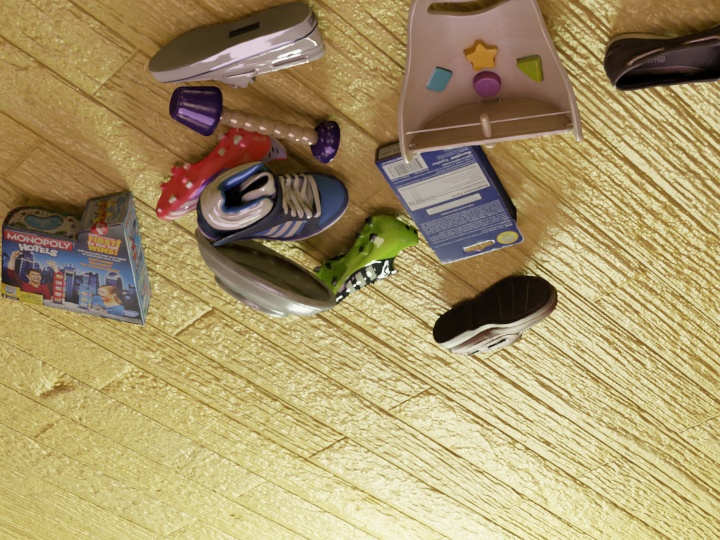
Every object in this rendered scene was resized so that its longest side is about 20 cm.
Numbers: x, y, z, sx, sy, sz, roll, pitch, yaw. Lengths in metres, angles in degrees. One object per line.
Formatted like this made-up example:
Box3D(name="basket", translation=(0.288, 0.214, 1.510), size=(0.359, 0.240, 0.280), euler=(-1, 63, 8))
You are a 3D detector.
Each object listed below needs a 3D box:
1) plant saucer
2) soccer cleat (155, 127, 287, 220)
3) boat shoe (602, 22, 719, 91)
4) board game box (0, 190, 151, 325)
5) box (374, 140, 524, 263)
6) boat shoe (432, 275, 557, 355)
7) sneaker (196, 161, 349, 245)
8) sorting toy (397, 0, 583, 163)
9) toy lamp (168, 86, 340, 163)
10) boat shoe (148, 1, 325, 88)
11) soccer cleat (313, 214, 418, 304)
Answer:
Box3D(name="plant saucer", translation=(-0.126, 0.012, 1.498), size=(0.198, 0.200, 0.051), euler=(24, 101, -21))
Box3D(name="soccer cleat", translation=(-0.175, -0.111, 1.461), size=(0.076, 0.067, 0.199), euler=(29, 131, -33))
Box3D(name="boat shoe", translation=(0.362, -0.224, 1.287), size=(0.197, 0.057, 0.067), euler=(-4, 139, 10))
Box3D(name="board game box", translation=(-0.365, -0.028, 1.572), size=(0.197, 0.062, 0.201), euler=(12, 137, -9))
Box3D(name="box", translation=(0.114, -0.093, 1.478), size=(0.120, 0.033, 0.201), euler=(-16, 134, 22))
Box3D(name="boat shoe", translation=(0.194, 0.064, 1.630), size=(0.199, 0.073, 0.068), euler=(-21, 138, 39))
Box3D(name="sneaker", translation=(-0.093, -0.084, 1.401), size=(0.197, 0.082, 0.146), euler=(-10, 172, -16))
Box3D(name="sorting toy", translation=(0.129, -0.225, 1.283), size=(0.197, 0.108, 0.181), euler=(-6, 131, 12))
Box3D(name="toy lamp", translation=(-0.121, -0.168, 1.365), size=(0.198, 0.059, 0.058), euler=(12, 141, -30))
Box3D(name="boat shoe", translation=(-0.135, -0.231, 1.310), size=(0.197, 0.074, 0.066), euler=(-10, 133, 18))
Box3D(name="soccer cleat", translation=(0.000, 0.000, 1.574), size=(0.080, 0.068, 0.200), euler=(15, 139, -32))
